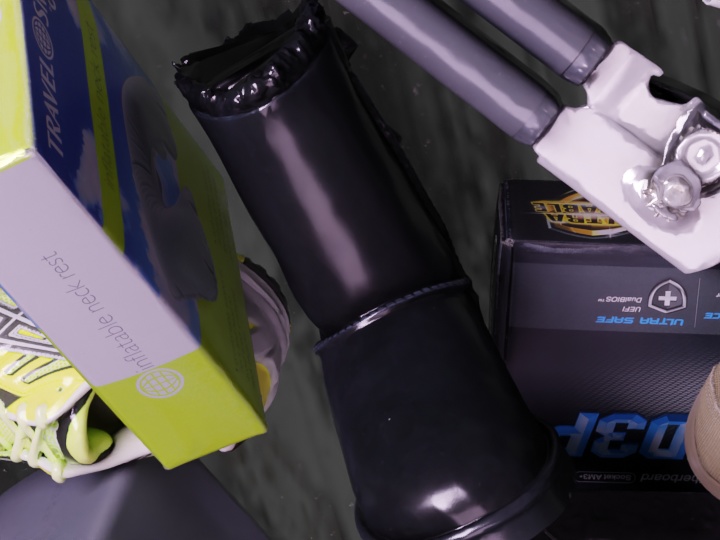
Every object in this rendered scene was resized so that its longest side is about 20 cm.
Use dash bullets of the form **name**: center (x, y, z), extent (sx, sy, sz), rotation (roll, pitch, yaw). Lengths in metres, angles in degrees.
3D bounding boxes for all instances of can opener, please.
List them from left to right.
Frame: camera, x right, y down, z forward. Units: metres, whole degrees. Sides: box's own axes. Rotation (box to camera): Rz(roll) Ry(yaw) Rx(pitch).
- **can opener**: center (0.060, -0.072, 1.029), extent (0.200, 0.066, 0.053), rotation (35, 104, -11)

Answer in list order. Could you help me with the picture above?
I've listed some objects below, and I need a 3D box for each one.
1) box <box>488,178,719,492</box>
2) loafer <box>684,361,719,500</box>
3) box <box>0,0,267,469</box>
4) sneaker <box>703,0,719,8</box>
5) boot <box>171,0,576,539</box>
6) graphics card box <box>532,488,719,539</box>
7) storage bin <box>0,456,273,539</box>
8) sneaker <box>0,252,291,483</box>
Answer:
- **box**: center (0.145, 0.046, 1.108), extent (0.200, 0.046, 0.159), rotation (2, 123, -1)
- **loafer**: center (0.183, -0.004, 1.012), extent (0.076, 0.067, 0.200), rotation (29, 82, 4)
- **box**: center (-0.097, -0.035, 0.980), extent (0.048, 0.122, 0.200), rotation (-21, 142, 12)
- **sneaker**: center (0.142, -0.168, 0.922), extent (0.079, 0.130, 0.199), rotation (20, 120, -13)
- **boot**: center (0.001, 0.000, 0.985), extent (0.073, 0.198, 0.163), rotation (-25, 106, 3)
- **graphics card box**: center (0.107, 0.143, 1.117), extent (0.125, 0.051, 0.200), rotation (3, 151, -1)
- **storage bin**: center (-0.091, 0.155, 1.105), extent (0.145, 0.200, 0.134), rotation (-31, 106, 19)
- **sneaker**: center (-0.127, 0.039, 1.090), extent (0.200, 0.076, 0.075), rotation (-10, 124, 9)
